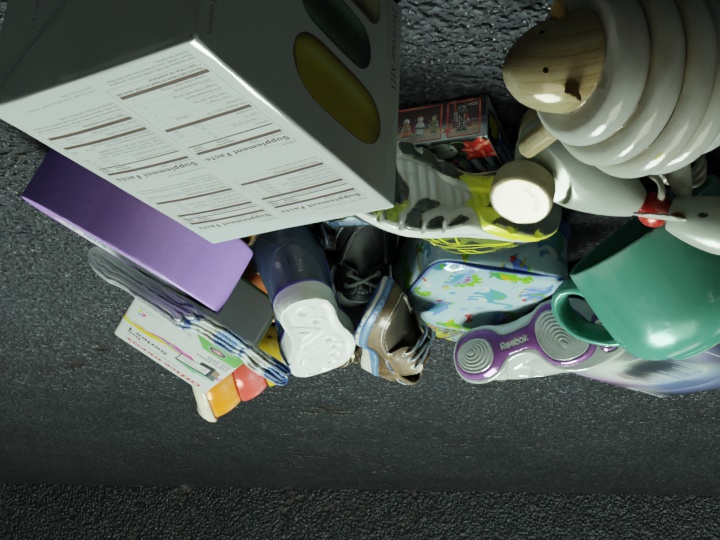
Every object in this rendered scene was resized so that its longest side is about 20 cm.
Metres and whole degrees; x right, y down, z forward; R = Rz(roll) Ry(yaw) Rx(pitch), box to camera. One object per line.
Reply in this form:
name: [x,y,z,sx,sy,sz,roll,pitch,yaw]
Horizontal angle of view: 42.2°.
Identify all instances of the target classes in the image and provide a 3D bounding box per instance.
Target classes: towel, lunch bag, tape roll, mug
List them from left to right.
tape roll: [-0.196,-0.039,0.831,0.198,0.066,0.200,29,171,5]
towel: [-0.160,0.047,0.890,0.146,0.024,0.200,28,172,31]
lunch bag: [0.122,0.002,0.978,0.158,0.084,0.200,9,159,-10]
mug: [0.275,0.010,0.834,0.151,0.115,0.185,-36,179,-15]

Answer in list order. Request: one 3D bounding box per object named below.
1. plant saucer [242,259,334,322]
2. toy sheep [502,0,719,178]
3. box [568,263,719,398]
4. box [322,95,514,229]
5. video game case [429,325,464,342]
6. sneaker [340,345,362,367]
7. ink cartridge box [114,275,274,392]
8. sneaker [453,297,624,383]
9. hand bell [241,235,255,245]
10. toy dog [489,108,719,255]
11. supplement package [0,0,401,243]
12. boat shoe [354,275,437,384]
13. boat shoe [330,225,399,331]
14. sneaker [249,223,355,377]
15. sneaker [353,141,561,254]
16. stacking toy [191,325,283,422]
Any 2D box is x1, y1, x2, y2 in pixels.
plant saucer: [-0.071,0.024,1.143,0.197,0.033,0.201,3,158,1]
toy sheep: [0.177,-0.121,0.590,0.197,0.140,0.138,-3,164,-27]
box: [0.347,0.056,1.028,0.198,0.125,0.197,17,157,-31]
box: [0.034,-0.088,0.818,0.197,0.040,0.137,-5,156,23]
video game case: [0.184,0.065,1.215,0.179,0.026,0.199,16,157,-29]
sneaker: [-0.021,0.088,1.149,0.070,0.077,0.200,-7,156,25]
ink cartridge box: [-0.200,0.058,1.112,0.144,0.085,0.200,35,152,-9]
sneaker: [0.198,0.073,0.986,0.198,0.076,0.099,-13,170,39]
hand bell: [-0.106,-0.066,0.787,0.102,0.106,0.201,4,156,-1]
toy dog: [0.197,-0.081,0.700,0.197,0.133,0.097,2,145,-4]
supplement package: [-0.085,-0.132,0.563,0.149,0.154,0.200,-9,156,29]
boat shoe: [0.042,0.067,0.960,0.072,0.073,0.200,26,164,12]
boat shoe: [0.000,0.000,0.979,0.071,0.069,0.201,4,146,-12]
sneaker: [-0.063,0.008,0.948,0.079,0.148,0.201,-17,153,-3]
sneaker: [0.062,-0.045,0.761,0.197,0.076,0.085,10,157,-16]
stacking toy: [-0.147,0.122,1.330,0.197,0.148,0.146,-15,160,-6]
